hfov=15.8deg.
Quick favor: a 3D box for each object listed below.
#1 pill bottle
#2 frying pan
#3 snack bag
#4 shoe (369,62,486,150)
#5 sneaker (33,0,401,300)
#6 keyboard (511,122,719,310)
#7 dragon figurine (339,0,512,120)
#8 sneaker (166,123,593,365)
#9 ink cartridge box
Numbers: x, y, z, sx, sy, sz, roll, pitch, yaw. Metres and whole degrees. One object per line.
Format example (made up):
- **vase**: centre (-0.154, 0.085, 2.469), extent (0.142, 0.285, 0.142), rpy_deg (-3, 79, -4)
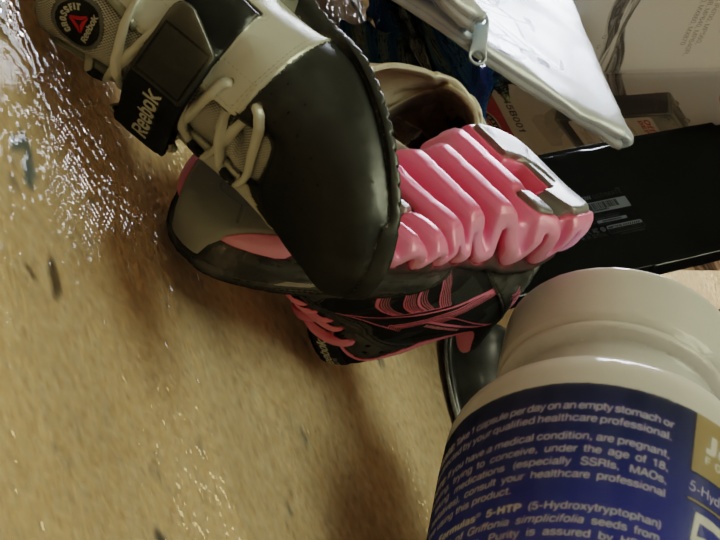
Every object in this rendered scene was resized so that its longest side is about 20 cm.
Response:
- **pill bottle**: centre (0.083, 0.101, 0.923), extent (0.120, 0.119, 0.200), rpy_deg (55, 34, -38)
- **frying pan**: centre (0.085, 0.082, 1.204), extent (0.190, 0.031, 0.115), rpy_deg (31, 41, -60)
- **snack bag**: centre (0.035, -0.141, 1.148), extent (0.200, 0.021, 0.189), rpy_deg (32, 20, -20)
- **shoe**: centre (0.022, -0.045, 1.034), extent (0.200, 0.053, 0.070), rpy_deg (10, 50, -57)
- **sneaker**: centre (-0.057, -0.069, 0.832), extent (0.088, 0.074, 0.200), rpy_deg (-10, 56, -32)
- **keyboard**: centre (0.113, -0.005, 1.135), extent (0.127, 0.200, 0.021), rpy_deg (58, -33, 33)
- **dragon figurine**: centre (0.028, -0.101, 1.189), extent (0.099, 0.059, 0.200), rpy_deg (-64, 132, -69)
- **sneaker**: centre (0.000, 0.000, 0.939), extent (0.200, 0.095, 0.079), rpy_deg (0, 41, -49)
- **ink cartridge box**: centre (0.151, -0.074, 1.288), extent (0.146, 0.200, 0.085), rpy_deg (56, 48, -36)
